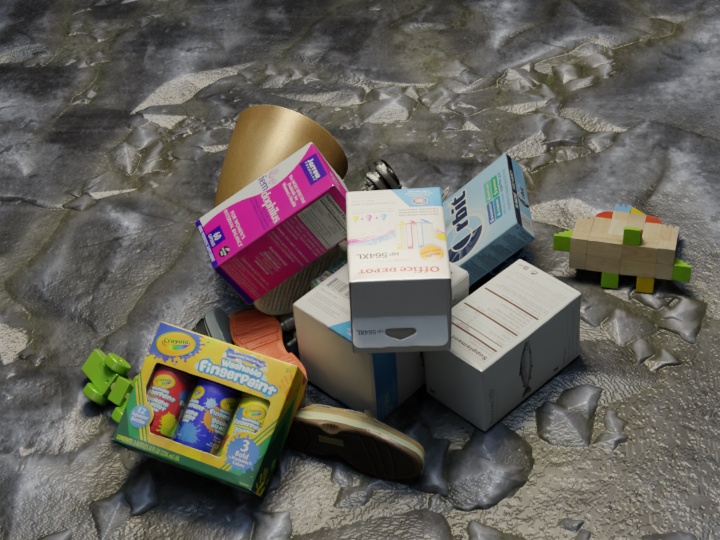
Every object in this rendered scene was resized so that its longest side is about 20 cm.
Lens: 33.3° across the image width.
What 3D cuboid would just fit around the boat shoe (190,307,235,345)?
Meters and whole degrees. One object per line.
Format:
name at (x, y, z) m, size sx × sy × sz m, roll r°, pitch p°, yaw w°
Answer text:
boat shoe at (-0.188, 0.144, 1.674) m, size 0.064 × 0.071 × 0.201 m, roll -37°, pitch 48°, yaw 14°

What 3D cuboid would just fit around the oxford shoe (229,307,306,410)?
oxford shoe at (-0.132, 0.126, 1.671) m, size 0.071 × 0.073 × 0.200 m, roll -16°, pitch 40°, yaw -16°

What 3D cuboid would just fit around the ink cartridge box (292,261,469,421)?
ink cartridge box at (0.033, 0.074, 1.648) m, size 0.146 × 0.147 × 0.200 m, roll 30°, pitch 53°, yaw 33°

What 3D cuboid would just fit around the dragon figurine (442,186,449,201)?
dragon figurine at (0.045, -0.090, 1.824) m, size 0.099 × 0.200 × 0.059 m, roll 44°, pitch 52°, yaw -6°

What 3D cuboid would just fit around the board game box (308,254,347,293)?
board game box at (0.000, 0.000, 1.721) m, size 0.023 × 0.105 × 0.200 m, roll 38°, pitch 57°, yaw 23°

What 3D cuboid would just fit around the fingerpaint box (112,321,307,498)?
fingerpaint box at (-0.192, 0.177, 1.547) m, size 0.199 × 0.073 × 0.168 m, roll 17°, pitch 75°, yaw 15°

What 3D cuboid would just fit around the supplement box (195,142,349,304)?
supplement box at (-0.109, -0.064, 1.642) m, size 0.199 × 0.103 × 0.101 m, roll -34°, pitch 47°, yaw 5°

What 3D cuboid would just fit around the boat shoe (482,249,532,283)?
boat shoe at (0.208, -0.010, 1.784) m, size 0.084 × 0.069 × 0.200 m, roll -24°, pitch 42°, yaw -19°

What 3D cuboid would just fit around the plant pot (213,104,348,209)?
plant pot at (-0.141, -0.112, 1.796) m, size 0.185 × 0.187 × 0.201 m, roll 13°, pitch 60°, yaw 23°

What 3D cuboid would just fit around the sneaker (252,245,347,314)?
sneaker at (-0.088, 0.001, 1.750) m, size 0.199 × 0.079 × 0.079 m, roll -26°, pitch 29°, yaw -31°

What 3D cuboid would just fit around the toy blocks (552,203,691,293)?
toy blocks at (0.397, -0.048, 1.798) m, size 0.199 × 0.100 × 0.137 m, roll 7°, pitch 30°, yaw 16°

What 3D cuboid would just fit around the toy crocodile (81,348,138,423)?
toy crocodile at (-0.324, 0.170, 1.664) m, size 0.200 × 0.062 × 0.068 m, roll 30°, pitch 88°, yaw 43°

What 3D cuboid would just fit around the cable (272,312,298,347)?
cable at (-0.042, 0.050, 1.753) m, size 0.200 × 0.050 × 0.097 m, roll -38°, pitch 47°, yaw -18°

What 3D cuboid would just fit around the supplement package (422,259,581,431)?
supplement package at (0.192, 0.098, 1.622) m, size 0.200 × 0.117 × 0.117 m, roll -34°, pitch 47°, yaw -28°

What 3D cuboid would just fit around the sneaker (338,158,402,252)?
sneaker at (0.006, -0.102, 1.732) m, size 0.099 × 0.071 × 0.200 m, roll -33°, pitch 19°, yaw 22°

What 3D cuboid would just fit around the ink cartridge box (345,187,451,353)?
ink cartridge box at (0.048, 0.007, 1.517) m, size 0.128 × 0.126 × 0.201 m, roll -3°, pitch 42°, yaw 0°

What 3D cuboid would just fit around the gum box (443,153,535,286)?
gum box at (0.161, -0.055, 1.776) m, size 0.200 × 0.044 × 0.170 m, roll -38°, pitch 31°, yaw 27°

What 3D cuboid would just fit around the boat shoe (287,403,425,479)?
boat shoe at (0.002, 0.209, 1.563) m, size 0.199 × 0.072 × 0.076 m, roll 16°, pitch 33°, yaw 25°
